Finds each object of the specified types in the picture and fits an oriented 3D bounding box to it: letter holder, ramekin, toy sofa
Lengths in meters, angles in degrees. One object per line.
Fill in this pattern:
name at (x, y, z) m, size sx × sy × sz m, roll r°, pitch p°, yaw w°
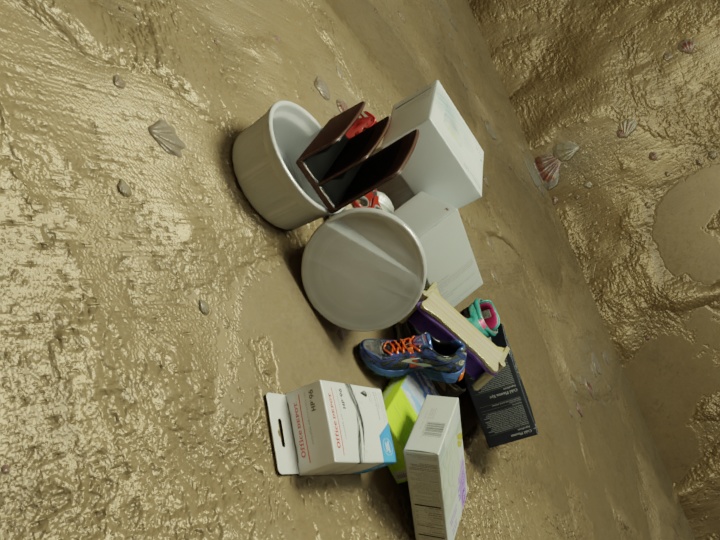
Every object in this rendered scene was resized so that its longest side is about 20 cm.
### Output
letter holder at (0.006, -0.202, 1.118) m, size 0.101 × 0.142 × 0.200 m, roll 55°, pitch 28°, yaw -19°
ramekin at (0.010, -0.009, 1.132) m, size 0.203 × 0.202 × 0.094 m, roll 60°, pitch 15°, yaw -9°
toy sofa at (0.167, 0.125, 1.270) m, size 0.200 × 0.083 × 0.098 m, roll 42°, pitch 33°, yaw 3°
ramekin at (0.094, -0.191, 1.525) m, size 0.200 × 0.105 × 0.200 m, roll 42°, pitch 34°, yaw -38°
ramekin at (-0.116, -0.165, 1.133) m, size 0.200 × 0.098 × 0.201 m, roll 43°, pitch 34°, yaw -38°

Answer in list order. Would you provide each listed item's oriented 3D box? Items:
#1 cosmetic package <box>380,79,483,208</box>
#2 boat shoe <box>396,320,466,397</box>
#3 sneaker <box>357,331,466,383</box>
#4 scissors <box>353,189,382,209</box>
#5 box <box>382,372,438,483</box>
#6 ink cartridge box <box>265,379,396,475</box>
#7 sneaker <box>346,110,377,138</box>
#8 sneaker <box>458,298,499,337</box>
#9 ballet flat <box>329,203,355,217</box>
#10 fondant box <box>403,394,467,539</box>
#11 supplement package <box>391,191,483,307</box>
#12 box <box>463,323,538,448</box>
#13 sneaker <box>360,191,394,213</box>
cosmetic package at (0.156, -0.250, 1.439) m, size 0.199 × 0.123 × 0.200 m, roll 51°, pitch 31°, yaw -25°
boat shoe at (0.140, 0.163, 1.343) m, size 0.200 × 0.073 × 0.075 m, roll 58°, pitch 27°, yaw -14°
sneaker at (0.092, 0.138, 1.195) m, size 0.200 × 0.079 × 0.075 m, roll 6°, pitch 37°, yaw -14°
scissors at (0.029, -0.146, 1.361) m, size 0.073 × 0.014 × 0.200 m, roll 42°, pitch 29°, yaw -8°
box at (0.081, 0.253, 1.189) m, size 0.122 × 0.048 × 0.200 m, roll 62°, pitch 27°, yaw -8°
ink cartridge box at (-0.037, 0.223, 0.979) m, size 0.200 × 0.068 × 0.116 m, roll 21°, pitch 50°, yaw -54°
sneaker at (-0.011, -0.249, 1.372) m, size 0.078 × 0.115 × 0.200 m, roll 39°, pitch 35°, yaw -39°
sneaker at (0.222, 0.105, 1.432) m, size 0.084 × 0.121 × 0.200 m, roll 62°, pitch 3°, yaw -7°
ballet flat at (0.015, -0.066, 1.325) m, size 0.200 × 0.068 × 0.067 m, roll 48°, pitch 23°, yaw -33°
fondant box at (0.124, 0.322, 1.108) m, size 0.144 × 0.058 × 0.200 m, roll -53°, pitch 140°, yaw -57°
supplement package at (0.141, -0.033, 1.369) m, size 0.117 × 0.117 × 0.200 m, roll 37°, pitch -22°, yaw 50°
box at (0.279, 0.232, 1.429) m, size 0.200 × 0.104 × 0.182 m, roll -52°, pitch 121°, yaw -77°
sneaker at (0.067, -0.070, 1.427) m, size 0.200 × 0.076 × 0.092 m, roll 37°, pitch 45°, yaw -31°
